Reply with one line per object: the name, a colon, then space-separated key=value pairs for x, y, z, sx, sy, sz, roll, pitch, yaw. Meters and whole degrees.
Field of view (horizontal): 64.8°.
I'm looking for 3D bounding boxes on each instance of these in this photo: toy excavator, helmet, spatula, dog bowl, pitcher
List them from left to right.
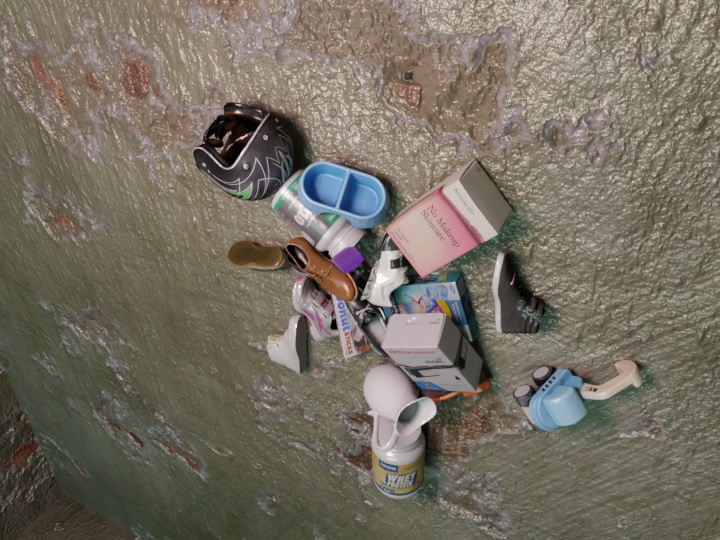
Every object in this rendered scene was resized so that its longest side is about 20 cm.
helmet: x=-0.233 y=-0.243 z=1.200 sx=0.189 sy=0.200 sz=0.201 roll=22 pitch=129 yaw=13
dog bowl: x=-0.035 y=-0.160 z=1.167 sx=0.198 sy=0.050 sz=0.113 roll=18 pitch=84 yaw=2
spatula: x=0.000 y=0.000 z=1.258 sx=0.056 sy=0.200 sz=0.021 roll=-37 pitch=61 yaw=7
pitcher: x=0.068 y=0.328 z=1.372 sx=0.121 sy=0.172 sz=0.200 roll=49 pitch=174 yaw=-30
toy excavator: x=0.448 y=0.255 z=1.163 sx=0.100 sy=0.194 sz=0.200 roll=57 pitch=158 yaw=-13

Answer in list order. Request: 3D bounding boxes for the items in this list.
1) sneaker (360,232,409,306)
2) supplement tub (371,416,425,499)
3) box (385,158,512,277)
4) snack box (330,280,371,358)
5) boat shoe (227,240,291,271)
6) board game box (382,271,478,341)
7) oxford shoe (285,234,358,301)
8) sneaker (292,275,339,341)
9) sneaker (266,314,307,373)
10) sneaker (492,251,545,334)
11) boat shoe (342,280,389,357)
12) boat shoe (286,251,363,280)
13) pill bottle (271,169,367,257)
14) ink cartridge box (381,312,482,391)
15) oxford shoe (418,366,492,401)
sneaker: x=0.073 y=-0.015 z=1.228 sx=0.088 sy=0.074 sz=0.202 roll=20 pitch=108 yaw=1
supplement tub: x=0.100 y=0.488 z=1.509 sx=0.143 sy=0.145 sz=0.202 roll=13 pitch=126 yaw=24
box: x=0.170 y=-0.098 z=1.103 sx=0.128 sy=0.109 sz=0.199 roll=51 pitch=132 yaw=-7
snack box: x=-0.024 y=0.121 z=1.395 sx=0.024 sy=0.071 sz=0.202 roll=-127 pitch=23 yaw=-59
boat shoe: x=-0.257 y=-0.027 z=1.437 sx=0.199 sy=0.074 sz=0.065 roll=12 pitch=162 yaw=38
board game box: x=0.149 y=0.086 z=1.280 sx=0.198 sy=0.047 sz=0.152 roll=-5 pitch=117 yaw=33
oxford shoe: x=-0.090 y=0.004 z=1.263 sx=0.200 sy=0.071 sz=0.072 roll=41 pitch=118 yaw=9
sneaker: x=-0.099 y=0.091 z=1.415 sx=0.087 sy=0.082 sz=0.201 roll=-6 pitch=129 yaw=29
sneaker: x=-0.208 y=0.192 z=1.550 sx=0.114 sy=0.074 sz=0.202 roll=17 pitch=129 yaw=17
sneaker: x=0.321 y=0.049 z=1.139 sx=0.098 sy=0.071 sz=0.202 roll=5 pitch=128 yaw=26
boat shoe: x=0.023 y=0.110 z=1.319 sx=0.075 sy=0.060 sz=0.201 roll=-36 pitch=94 yaw=-2
boat shoe: x=-0.089 y=-0.018 z=1.332 sx=0.198 sy=0.071 sz=0.066 roll=12 pitch=167 yaw=32
pill bottle: x=-0.088 y=-0.116 z=1.246 sx=0.200 sy=0.113 sz=0.113 roll=41 pitch=132 yaw=0
ink cartridge box: x=0.159 y=0.182 z=1.245 sx=0.143 sy=0.085 sz=0.200 roll=-7 pitch=140 yaw=37
oxford shoe: x=0.216 y=0.264 z=1.355 sx=0.199 sy=0.071 sz=0.073 roll=-23 pitch=87 yaw=35
